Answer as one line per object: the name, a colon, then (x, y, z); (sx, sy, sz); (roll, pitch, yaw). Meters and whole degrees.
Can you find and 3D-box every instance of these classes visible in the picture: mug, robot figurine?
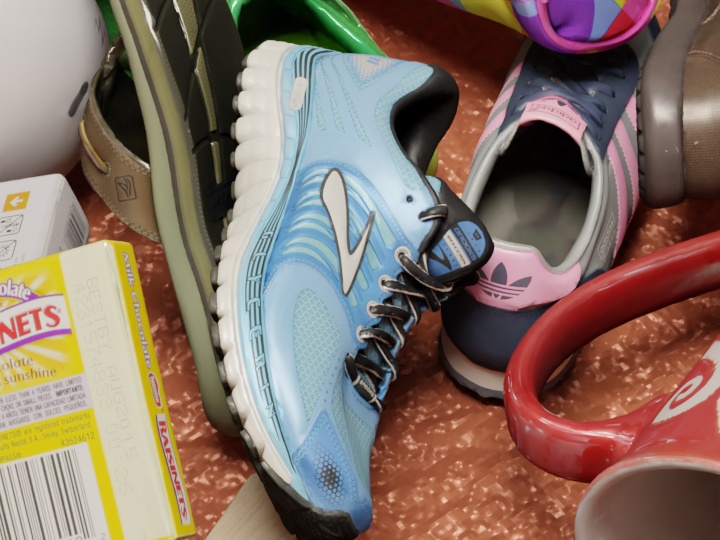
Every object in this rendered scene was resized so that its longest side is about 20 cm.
mug: (0.163, 0.035, 0.996); (0.177, 0.133, 0.200); (39, 56, 0)
robot figurine: (-0.175, -0.108, 1.099); (0.125, 0.150, 0.200); (-7, 50, -37)

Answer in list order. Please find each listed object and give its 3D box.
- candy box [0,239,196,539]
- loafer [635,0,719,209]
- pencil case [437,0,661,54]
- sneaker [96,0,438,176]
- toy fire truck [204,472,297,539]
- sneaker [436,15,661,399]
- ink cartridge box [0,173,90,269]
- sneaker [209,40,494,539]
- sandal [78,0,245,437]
candy box: (-0.159, 0.063, 0.958); (0.200, 0.026, 0.102); (-15, 82, 17)
loafer: (0.153, -0.080, 1.093); (0.071, 0.073, 0.200); (4, 33, 14)
pencil case: (0.032, -0.147, 1.120); (0.088, 0.088, 0.200); (-38, 40, -26)
sneaker: (-0.049, -0.099, 1.119); (0.200, 0.084, 0.074); (33, 60, 21)
toy fire truck: (-0.059, 0.111, 0.987); (0.141, 0.049, 0.200); (-14, 55, -12)
sneaker: (0.080, -0.050, 1.089); (0.070, 0.082, 0.200); (11, 54, 7)
ink cartridge box: (-0.201, 0.021, 1.029); (0.200, 0.037, 0.095); (-6, 45, 16)
sneaker: (0.000, 0.000, 0.987); (0.090, 0.078, 0.200); (-4, 58, 11)
sandal: (-0.074, -0.036, 1.037); (0.057, 0.080, 0.201); (-10, 89, 19)
